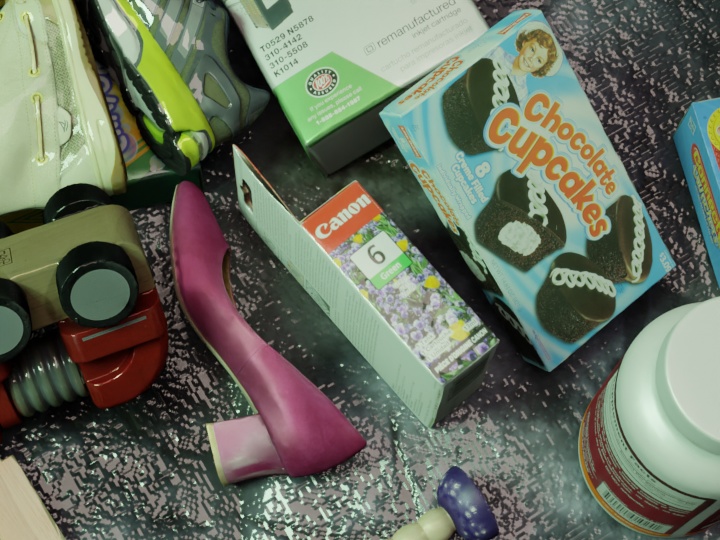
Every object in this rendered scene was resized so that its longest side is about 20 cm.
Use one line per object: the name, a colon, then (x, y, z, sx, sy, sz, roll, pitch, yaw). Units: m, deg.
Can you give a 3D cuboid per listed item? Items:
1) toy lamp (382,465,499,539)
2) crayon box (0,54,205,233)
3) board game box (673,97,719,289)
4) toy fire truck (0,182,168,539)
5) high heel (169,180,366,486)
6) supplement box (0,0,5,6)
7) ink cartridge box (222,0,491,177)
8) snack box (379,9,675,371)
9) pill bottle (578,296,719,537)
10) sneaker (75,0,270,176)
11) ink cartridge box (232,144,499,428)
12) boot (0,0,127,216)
toy lamp: (-0.012, 0.191, 0.940, 0.199, 0.058, 0.058, -32, 75, -14)
crayon box: (-0.215, -0.095, 1.034, 0.199, 0.052, 0.126, -13, 71, -7)
board game box: (0.333, -0.031, 1.034, 0.195, 0.056, 0.201, -12, 71, -7)
toy fire truck: (-0.195, 0.078, 0.945, 0.175, 0.201, 0.129, -19, 36, -7)
high heel: (-0.062, 0.033, 0.982, 0.095, 0.067, 0.201, -14, 76, 3)
supplement box: (-0.351, -0.229, 0.996, 0.197, 0.200, 0.133, -32, 75, -13)
ink cartridge box: (-0.016, -0.190, 1.043, 0.146, 0.084, 0.201, -31, 75, 3)
snack box: (0.110, -0.050, 0.985, 0.116, 0.037, 0.200, -38, 111, -14)
pill bottle: (0.199, 0.086, 0.910, 0.112, 0.200, 0.114, 1, 70, -3)
sneaker: (-0.131, -0.159, 1.005, 0.081, 0.074, 0.201, -25, 79, -23)
ink cartridge box: (0.000, 0.000, 0.979, 0.050, 0.109, 0.200, -38, 76, -14)
boot: (-0.246, -0.121, 0.975, 0.154, 0.072, 0.201, -18, 80, -9)
